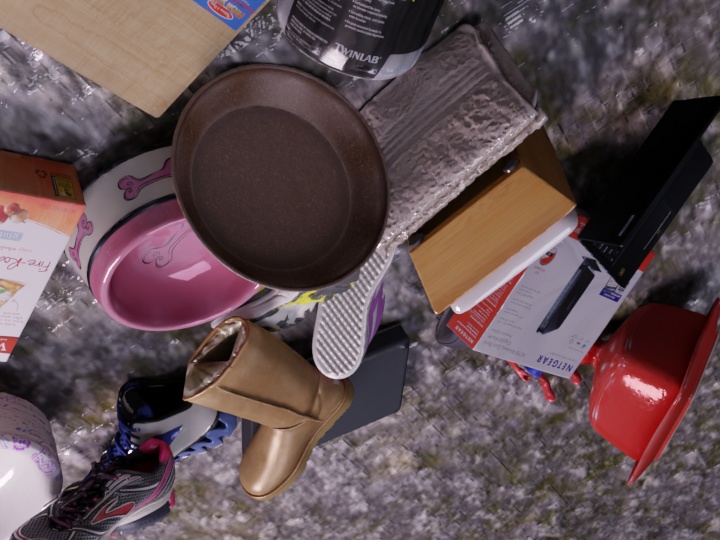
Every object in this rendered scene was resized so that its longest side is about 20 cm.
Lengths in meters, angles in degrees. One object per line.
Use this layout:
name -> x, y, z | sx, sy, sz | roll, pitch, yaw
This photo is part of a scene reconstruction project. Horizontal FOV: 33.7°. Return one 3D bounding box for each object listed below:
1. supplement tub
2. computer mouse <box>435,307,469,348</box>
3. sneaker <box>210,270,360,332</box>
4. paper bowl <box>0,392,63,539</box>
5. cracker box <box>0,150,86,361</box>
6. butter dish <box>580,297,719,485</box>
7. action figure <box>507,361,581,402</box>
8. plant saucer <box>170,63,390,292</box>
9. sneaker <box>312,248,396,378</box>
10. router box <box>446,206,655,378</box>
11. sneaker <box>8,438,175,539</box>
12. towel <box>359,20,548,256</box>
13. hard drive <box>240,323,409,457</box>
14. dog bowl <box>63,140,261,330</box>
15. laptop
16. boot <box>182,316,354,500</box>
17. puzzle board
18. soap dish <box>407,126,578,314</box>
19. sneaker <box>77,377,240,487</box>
supplement tub -> 0.020, -0.254, 0.883 | 0.122, 0.123, 0.201 | 0, 135, -29
computer mouse -> 0.125, 0.027, 1.317 | 0.140, 0.046, 0.200 | 4, 133, -35
sneaker -> -0.078, 0.003, 1.164 | 0.199, 0.085, 0.074 | -27, 158, 38
paper bowl -> -0.400, 0.189, 1.167 | 0.200, 0.105, 0.201 | -15, 140, -13
cracker box -> -0.336, -0.012, 1.013 | 0.133, 0.058, 0.200 | 9, 131, -36
butter dish -> 0.342, 0.126, 1.484 | 0.200, 0.147, 0.200 | -51, 163, -43
action figure -> 0.215, 0.101, 1.455 | 0.065, 0.052, 0.200 | -31, 139, 13
plant saucer -> -0.070, -0.075, 1.006 | 0.199, 0.202, 0.037 | 0, 166, -28
sneaker -> -0.001, 0.000, 1.215 | 0.072, 0.114, 0.202 | 20, 108, 9
router box -> 0.214, 0.020, 1.311 | 0.199, 0.049, 0.180 | 18, 109, -47
sneaker -> -0.264, 0.228, 1.167 | 0.200, 0.080, 0.075 | -27, 134, -51
towel -> 0.061, -0.120, 1.049 | 0.200, 0.133, 0.034 | -41, 143, 18
hard drive -> -0.040, 0.146, 1.351 | 0.199, 0.033, 0.140 | -20, 142, -21
dog bowl -> -0.162, -0.023, 1.066 | 0.199, 0.074, 0.201 | -19, 148, -12
laptop -> 0.317, -0.073, 1.219 | 0.178, 0.103, 0.200 | -54, 138, -2
boot -> -0.114, 0.143, 1.206 | 0.176, 0.066, 0.200 | -54, 143, 4
puzzle board -> -0.180, -0.213, 0.906 | 0.151, 0.017, 0.200 | -42, 139, 18
soap dish -> 0.111, -0.065, 1.101 | 0.157, 0.200, 0.081 | -38, 112, 17
sneaker -> -0.237, 0.174, 1.271 | 0.199, 0.081, 0.115 | -38, 137, 4
